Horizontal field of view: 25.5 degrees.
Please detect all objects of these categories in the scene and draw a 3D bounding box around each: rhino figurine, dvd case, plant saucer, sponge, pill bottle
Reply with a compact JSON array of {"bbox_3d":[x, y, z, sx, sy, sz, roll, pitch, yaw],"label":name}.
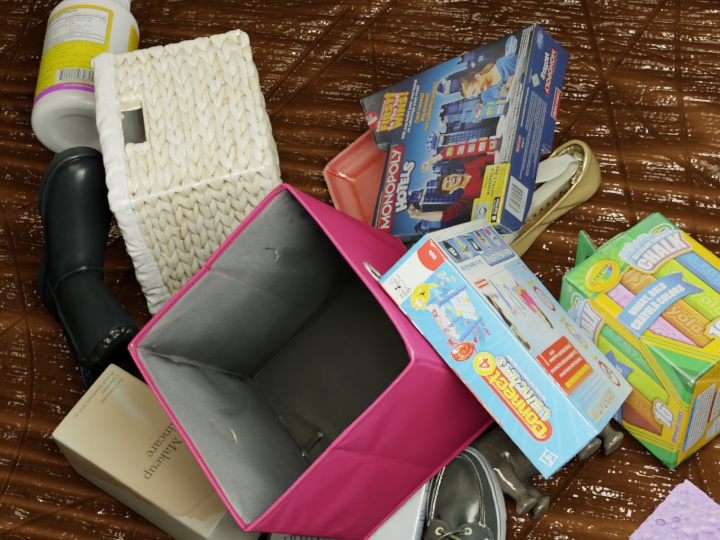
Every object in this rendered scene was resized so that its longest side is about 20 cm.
[{"bbox_3d":[0.127,0.176,1.388,0.199,0.060,0.088,-40,61,-4],"label":"rhino figurine"},{"bbox_3d":[-0.004,0.179,1.397,0.141,0.018,0.203,8,81,24],"label":"dvd case"},{"bbox_3d":[0.069,-0.083,1.549,0.199,0.037,0.201,-37,47,19],"label":"plant saucer"},{"bbox_3d":[0.244,0.278,1.308,0.200,0.030,0.111,-43,57,-16],"label":"sponge"},{"bbox_3d":[-0.298,-0.229,1.745,0.103,0.105,0.202,-5,55,11],"label":"pill bottle"}]

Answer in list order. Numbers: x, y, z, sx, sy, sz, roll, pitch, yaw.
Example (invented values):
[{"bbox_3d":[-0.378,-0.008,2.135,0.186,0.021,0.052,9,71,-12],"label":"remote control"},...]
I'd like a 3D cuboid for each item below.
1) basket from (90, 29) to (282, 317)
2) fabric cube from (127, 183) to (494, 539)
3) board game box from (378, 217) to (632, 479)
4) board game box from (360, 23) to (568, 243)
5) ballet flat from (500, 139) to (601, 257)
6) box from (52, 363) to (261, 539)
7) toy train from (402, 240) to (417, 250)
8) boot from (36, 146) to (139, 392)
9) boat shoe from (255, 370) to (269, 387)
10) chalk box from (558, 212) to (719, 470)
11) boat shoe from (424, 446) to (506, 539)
[{"bbox_3d":[-0.160,-0.094,1.566,0.159,0.201,0.200,-12,54,-1],"label":"basket"},{"bbox_3d":[-0.027,0.082,1.300,0.200,0.199,0.197,-45,61,13],"label":"fabric cube"},{"bbox_3d":[0.121,0.054,1.271,0.056,0.200,0.196,-42,82,16],"label":"board game box"},{"bbox_3d":[0.081,-0.115,1.487,0.198,0.061,0.202,-5,64,41],"label":"board game box"},{"bbox_3d":[0.149,-0.058,1.538,0.199,0.063,0.069,-40,56,-13],"label":"ballet flat"},{"bbox_3d":[-0.174,0.179,1.452,0.199,0.078,0.095,26,65,28],"label":"box"},{"bbox_3d":[0.000,0.000,1.501,0.199,0.046,0.035,-12,63,45],"label":"toy train"},{"bbox_3d":[-0.251,0.006,1.526,0.076,0.202,0.169,-9,42,-31],"label":"boot"},{"bbox_3d":[-0.079,0.110,1.478,0.198,0.072,0.076,15,61,23],"label":"boat shoe"},{"bbox_3d":[0.249,0.046,1.392,0.123,0.126,0.200,-32,53,-25],"label":"chalk box"},{"bbox_3d":[0.083,0.243,1.322,0.068,0.057,0.203,-5,73,19],"label":"boat shoe"}]
